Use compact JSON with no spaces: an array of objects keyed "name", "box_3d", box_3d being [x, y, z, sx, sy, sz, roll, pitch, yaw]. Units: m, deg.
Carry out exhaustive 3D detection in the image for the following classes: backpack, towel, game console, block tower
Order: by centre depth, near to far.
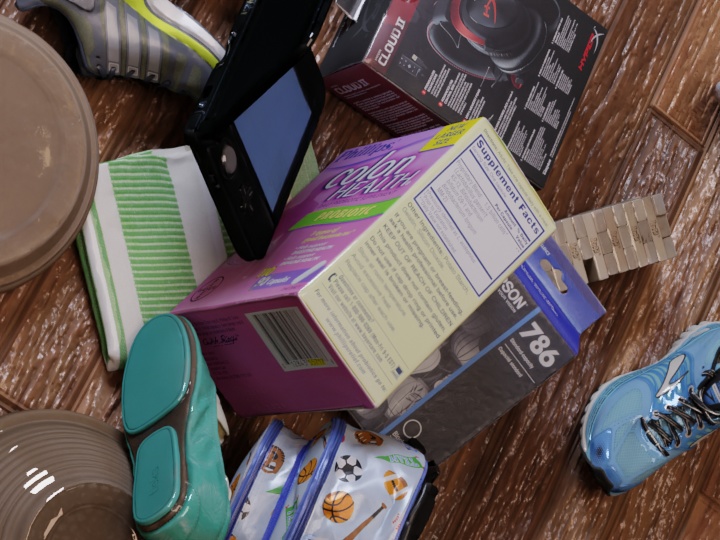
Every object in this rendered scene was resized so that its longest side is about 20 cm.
[{"name":"backpack","box_3d":[-0.025,0.182,1.574,0.154,0.190,0.200,20,77,-8]},{"name":"game console","box_3d":[-0.034,-0.134,1.582,0.200,0.116,0.176,-70,147,-46]},{"name":"towel","box_3d":[-0.107,-0.019,1.655,0.200,0.023,0.153,-14,92,-34]},{"name":"block tower","box_3d":[0.153,-0.012,1.792,0.200,0.058,0.054,-17,93,-33]}]

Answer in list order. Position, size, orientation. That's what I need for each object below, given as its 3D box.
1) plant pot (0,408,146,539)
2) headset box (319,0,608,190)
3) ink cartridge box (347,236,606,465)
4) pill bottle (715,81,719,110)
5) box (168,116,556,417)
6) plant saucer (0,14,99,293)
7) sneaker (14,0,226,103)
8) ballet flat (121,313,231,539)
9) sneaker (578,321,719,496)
[{"name":"plant pot","box_3d":[-0.194,0.188,1.532,0.200,0.093,0.201,6,79,-31]},{"name":"headset box","box_3d":[0.070,-0.167,1.750,0.200,0.075,0.149,33,67,-24]},{"name":"ink cartridge box","box_3d":[0.081,0.058,1.702,0.200,0.039,0.100,-40,104,-3]},{"name":"pill bottle","box_3d":[0.368,-0.071,1.893,0.119,0.120,0.201,-16,92,-32]},{"name":"box","box_3d":[0.000,0.000,1.603,0.200,0.176,0.097,-43,108,-29]},{"name":"plant saucer","box_3d":[-0.266,-0.081,1.547,0.200,0.029,0.201,3,82,-23]},{"name":"sneaker","box_3d":[-0.159,-0.156,1.624,0.200,0.074,0.081,42,83,-19]},{"name":"ballet flat","box_3d":[-0.118,0.115,1.546,0.070,0.067,0.200,46,23,-34]},{"name":"sneaker","box_3d":[0.250,0.099,1.814,0.200,0.090,0.078,-40,104,-28]}]
